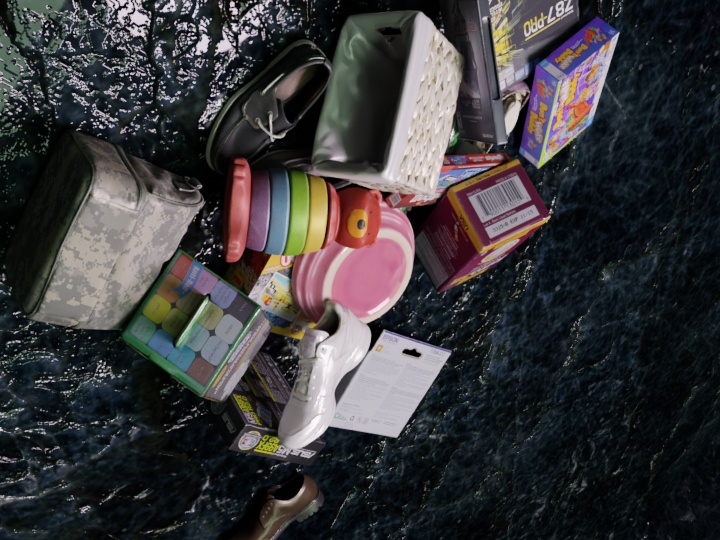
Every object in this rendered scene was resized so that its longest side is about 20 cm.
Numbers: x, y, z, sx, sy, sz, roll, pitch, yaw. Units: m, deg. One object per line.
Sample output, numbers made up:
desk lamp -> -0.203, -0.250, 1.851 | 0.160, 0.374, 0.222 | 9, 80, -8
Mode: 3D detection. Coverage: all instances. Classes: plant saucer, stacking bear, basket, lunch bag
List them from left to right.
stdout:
lunch bag -> -0.285, -0.034, 0.886 | 0.166, 0.139, 0.202 | 17, 111, -43
stacking bear -> -0.068, -0.070, 0.965 | 0.195, 0.114, 0.125 | 4, 97, -15
plant saucer -> 0.000, 0.000, 1.086 | 0.197, 0.051, 0.204 | -20, 129, -26
basket -> 0.039, -0.202, 0.978 | 0.122, 0.134, 0.205 | 14, 88, -49

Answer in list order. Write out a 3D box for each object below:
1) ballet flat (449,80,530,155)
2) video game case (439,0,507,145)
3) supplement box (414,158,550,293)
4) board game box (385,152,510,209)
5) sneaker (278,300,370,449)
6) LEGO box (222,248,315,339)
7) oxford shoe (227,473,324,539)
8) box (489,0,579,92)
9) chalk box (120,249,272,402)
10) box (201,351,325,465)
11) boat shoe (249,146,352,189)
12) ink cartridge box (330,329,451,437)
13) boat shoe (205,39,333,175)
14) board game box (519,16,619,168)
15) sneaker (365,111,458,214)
ballet flat -> 0.185, -0.204, 1.177 | 0.068, 0.071, 0.202 | 27, 103, -41
video game case -> 0.141, -0.267, 0.994 | 0.019, 0.143, 0.205 | -14, 105, -9
supplement box -> 0.175, -0.062, 1.186 | 0.129, 0.105, 0.200 | -25, 168, -21
board game box -> 0.128, -0.128, 1.106 | 0.102, 0.020, 0.198 | -37, 166, 36
sneaker -> -0.064, 0.133, 1.025 | 0.100, 0.074, 0.203 | 50, 58, -40
LEGO box -> -0.087, 0.013, 1.121 | 0.198, 0.077, 0.151 | 19, 108, -44
oxford shoe -> -0.166, 0.431, 1.388 | 0.198, 0.072, 0.085 | -37, 121, -14
box -> 0.222, -0.356, 1.105 | 0.198, 0.049, 0.163 | -32, 133, -16
chalk box -> -0.193, 0.068, 0.931 | 0.126, 0.122, 0.200 | -55, 173, -12
box -> -0.155, 0.178, 1.100 | 0.159, 0.200, 0.045 | 26, 107, -47
boat shoe -> -0.079, -0.126, 1.038 | 0.197, 0.057, 0.068 | -23, 133, -23
ink cartridge box -> 0.045, 0.198, 1.389 | 0.194, 0.043, 0.203 | 21, 105, -44
boat shoe -> -0.114, -0.193, 0.955 | 0.200, 0.068, 0.072 | -45, 138, 6
board game box -> 0.316, -0.267, 1.197 | 0.134, 0.045, 0.201 | -39, 156, -16
sneaker -> 0.071, -0.160, 1.098 | 0.203, 0.077, 0.085 | -62, 159, 16
